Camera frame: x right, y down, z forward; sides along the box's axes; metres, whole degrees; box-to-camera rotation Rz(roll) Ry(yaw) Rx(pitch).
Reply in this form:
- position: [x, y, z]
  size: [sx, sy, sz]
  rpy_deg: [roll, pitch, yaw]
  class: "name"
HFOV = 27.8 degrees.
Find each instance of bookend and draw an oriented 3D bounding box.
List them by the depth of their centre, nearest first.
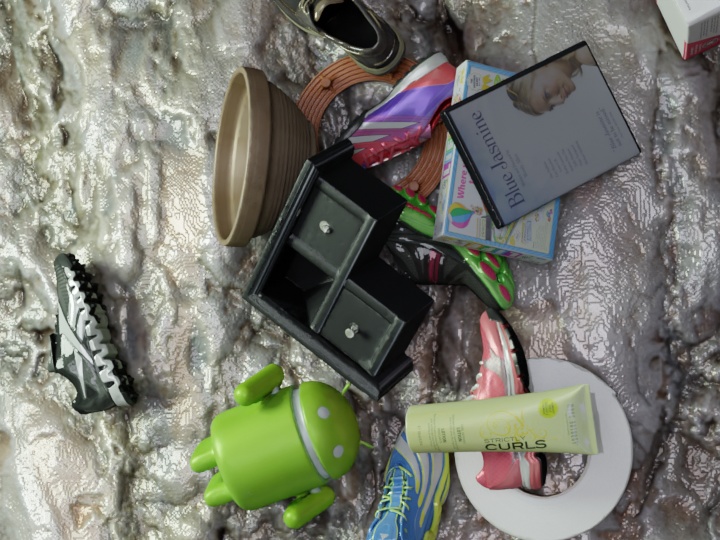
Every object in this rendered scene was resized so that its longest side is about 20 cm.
- position: [0.000, 0.000, 1.605]
  size: [0.199, 0.092, 0.200]
  rpy_deg: [37, 123, 13]
  class: "bookend"

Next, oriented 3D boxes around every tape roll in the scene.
- position: [0.204, 0.198, 1.614]
  size: [0.200, 0.037, 0.205]
  rpy_deg: [-1, 84, 12]
  class: "tape roll"

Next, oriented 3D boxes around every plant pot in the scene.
- position: [-0.105, -0.126, 1.651]
  size: [0.092, 0.201, 0.203]
  rpy_deg: [4, 84, -16]
  class: "plant pot"

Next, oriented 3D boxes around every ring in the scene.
- position: [0.011, -0.159, 1.701]
  size: [0.198, 0.019, 0.203]
  rpy_deg: [-1, 83, 11]
  class: "ring"

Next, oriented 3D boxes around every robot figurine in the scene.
- position: [-0.089, 0.196, 1.632]
  size: [0.198, 0.116, 0.177]
  rpy_deg: [-21, 97, 7]
  class: "robot figurine"

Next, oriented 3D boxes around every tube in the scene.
- position: [0.147, 0.160, 1.523]
  size: [0.198, 0.058, 0.052]
  rpy_deg: [-5, 56, 18]
  class: "tube"

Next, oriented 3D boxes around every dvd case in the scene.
- position: [0.200, -0.152, 1.607]
  size: [0.199, 0.018, 0.144]
  rpy_deg: [-27, 91, -19]
  class: "dvd case"

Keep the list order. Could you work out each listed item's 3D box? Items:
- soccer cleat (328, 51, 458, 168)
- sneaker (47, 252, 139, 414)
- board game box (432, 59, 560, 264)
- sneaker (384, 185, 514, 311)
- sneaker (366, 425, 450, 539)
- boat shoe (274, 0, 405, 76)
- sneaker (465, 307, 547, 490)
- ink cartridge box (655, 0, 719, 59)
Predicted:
- position: [0.038, -0.159, 1.655]
  size: [0.200, 0.068, 0.073]
  rpy_deg: [-42, 82, 2]
  class: "soccer cleat"
- position: [-0.338, 0.080, 1.722]
  size: [0.090, 0.066, 0.202]
  rpy_deg: [-23, 82, 6]
  class: "sneaker"
- position: [0.160, -0.120, 1.618]
  size: [0.133, 0.034, 0.202]
  rpy_deg: [12, 78, -15]
  class: "board game box"
- position: [0.090, -0.017, 1.652]
  size: [0.199, 0.077, 0.084]
  rpy_deg: [36, 121, 9]
  class: "sneaker"
- position: [0.052, 0.265, 1.602]
  size: [0.075, 0.105, 0.202]
  rpy_deg: [7, 86, 12]
  class: "sneaker"
- position: [-0.032, -0.304, 1.691]
  size: [0.199, 0.073, 0.075]
  rpy_deg: [35, 89, 22]
  class: "boat shoe"
- position: [0.142, 0.142, 1.576]
  size: [0.086, 0.074, 0.202]
  rpy_deg: [-13, 81, 12]
  class: "sneaker"
- position: [0.425, -0.323, 1.569]
  size: [0.198, 0.145, 0.085]
  rpy_deg: [-25, 79, 8]
  class: "ink cartridge box"
